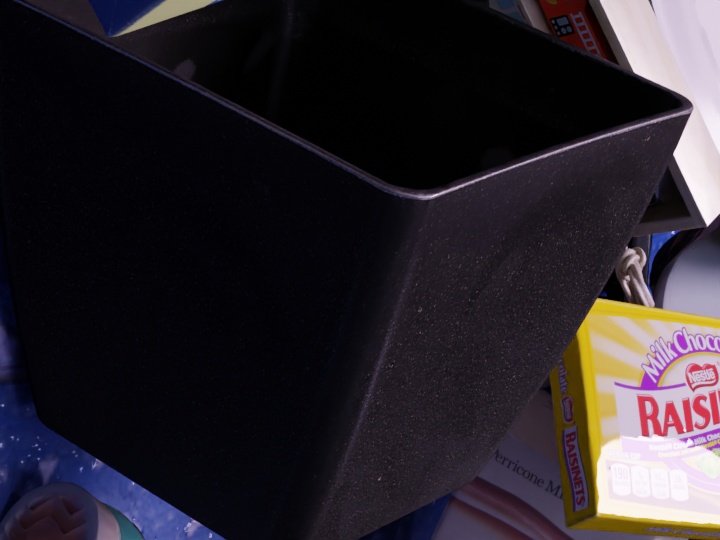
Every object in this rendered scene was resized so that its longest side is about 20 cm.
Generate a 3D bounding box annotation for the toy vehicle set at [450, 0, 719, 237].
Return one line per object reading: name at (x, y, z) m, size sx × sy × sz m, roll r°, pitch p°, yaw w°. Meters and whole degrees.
toy vehicle set at (0.062, -0.103, 1.015) m, size 0.026 × 0.124 × 0.201 m, roll -41°, pitch 111°, yaw -37°

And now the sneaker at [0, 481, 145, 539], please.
sneaker at (-0.129, 0.188, 0.960) m, size 0.080 × 0.071 × 0.201 m, roll 42°, pitch 66°, yaw -50°

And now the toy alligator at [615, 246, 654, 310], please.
toy alligator at (0.112, -0.081, 1.114) m, size 0.054 × 0.059 × 0.201 m, roll -24°, pitch 100°, yaw -9°

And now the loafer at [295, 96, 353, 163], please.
loafer at (0.000, 0.000, 1.077) m, size 0.070 × 0.069 × 0.201 m, roll -4°, pitch 106°, yaw -55°

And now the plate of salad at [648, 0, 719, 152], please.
plate of salad at (0.168, -0.089, 1.197) m, size 0.200 × 0.048 × 0.201 m, roll 53°, pitch 25°, yaw -38°

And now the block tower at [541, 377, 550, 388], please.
block tower at (0.065, -0.033, 1.159) m, size 0.058 × 0.054 × 0.201 m, roll -25°, pitch 131°, yaw -11°

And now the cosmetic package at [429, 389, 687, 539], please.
cosmetic package at (0.075, 0.172, 1.178) m, size 0.087 × 0.103 × 0.201 m, roll -17°, pitch 132°, yaw -67°

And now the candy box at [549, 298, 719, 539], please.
candy box at (0.168, 0.072, 1.126) m, size 0.199 × 0.026 × 0.103 m, roll 8°, pitch 65°, yaw -36°

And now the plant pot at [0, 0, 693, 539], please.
plant pot at (-0.021, -0.007, 0.949) m, size 0.200 × 0.199 × 0.178 m, roll -21°, pitch 132°, yaw -51°

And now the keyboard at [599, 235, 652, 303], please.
keyboard at (0.128, -0.021, 1.243) m, size 0.200 × 0.039 × 0.105 m, roll -65°, pitch 158°, yaw -72°

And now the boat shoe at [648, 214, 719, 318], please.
boat shoe at (0.180, 0.017, 1.253) m, size 0.091 × 0.071 × 0.200 m, roll -51°, pitch 179°, yaw 41°

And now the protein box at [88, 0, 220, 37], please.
protein box at (-0.026, -0.214, 0.762) m, size 0.135 × 0.198 × 0.201 m, roll -28°, pitch 89°, yaw -48°
